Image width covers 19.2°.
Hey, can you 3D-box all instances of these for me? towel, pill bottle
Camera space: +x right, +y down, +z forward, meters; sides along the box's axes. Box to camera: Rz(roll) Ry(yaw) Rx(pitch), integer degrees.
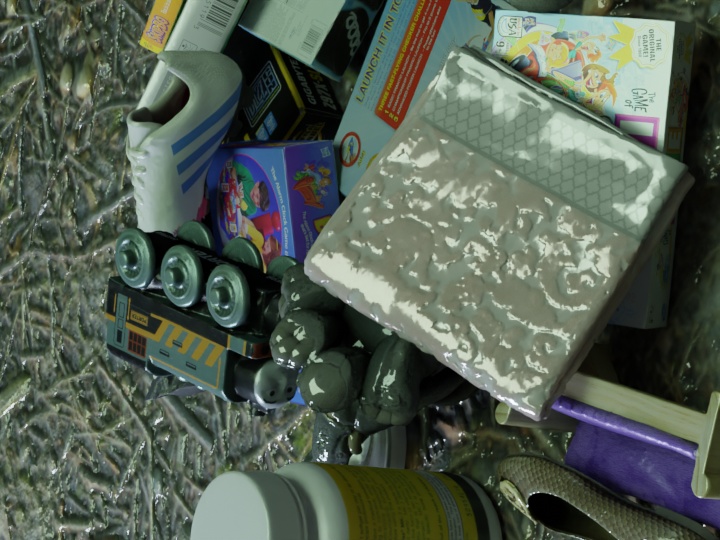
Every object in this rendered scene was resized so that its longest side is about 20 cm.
[{"bbox_3d":[0.087,-0.030,1.373,0.200,0.032,0.191,32,88,28],"label":"towel"},{"bbox_3d":[-0.010,0.192,1.481,0.114,0.200,0.114,-14,72,51],"label":"pill bottle"}]

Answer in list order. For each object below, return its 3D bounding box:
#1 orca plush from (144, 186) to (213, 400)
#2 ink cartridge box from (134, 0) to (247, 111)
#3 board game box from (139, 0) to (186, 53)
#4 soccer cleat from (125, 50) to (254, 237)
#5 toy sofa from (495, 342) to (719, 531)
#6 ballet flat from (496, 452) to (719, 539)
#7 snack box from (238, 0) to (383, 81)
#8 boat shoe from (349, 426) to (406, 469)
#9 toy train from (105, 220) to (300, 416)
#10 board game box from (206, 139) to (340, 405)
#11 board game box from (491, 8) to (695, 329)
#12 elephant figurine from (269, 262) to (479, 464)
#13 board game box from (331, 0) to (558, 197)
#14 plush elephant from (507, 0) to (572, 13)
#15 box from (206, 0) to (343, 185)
[{"bbox_3d":[-0.129,0.013,1.724,0.105,0.071,0.200,-45,43,39],"label":"orca plush"},{"bbox_3d":[-0.131,-0.199,1.774,0.161,0.050,0.200,-64,4,11],"label":"ink cartridge box"},{"bbox_3d":[-0.139,-0.255,1.743,0.096,0.030,0.200,-67,9,-20],"label":"board game box"},{"bbox_3d":[-0.154,-0.079,1.650,0.070,0.086,0.200,38,112,54],"label":"soccer cleat"},{"bbox_3d":[0.179,0.106,1.347,0.200,0.083,0.098,17,96,53],"label":"toy sofa"},{"bbox_3d":[0.154,0.167,1.381,0.200,0.067,0.046,19,69,48],"label":"ballet flat"},{"bbox_3d":[-0.010,-0.258,1.670,0.116,0.037,0.200,35,98,50],"label":"snack box"},{"bbox_3d":[-0.030,0.182,1.620,0.072,0.069,0.200,54,125,43],"label":"boat shoe"},{"bbox_3d":[-0.113,0.033,1.573,0.200,0.085,0.114,21,112,42],"label":"toy train"},{"bbox_3d":[-0.063,-0.001,1.664,0.134,0.045,0.200,7,105,59],"label":"board game box"},{"bbox_3d":[0.146,-0.069,1.411,0.134,0.034,0.200,8,96,32],"label":"board game box"},{"bbox_3d":[0.014,0.063,1.502,0.155,0.200,0.142,-4,69,11],"label":"elephant figurine"},{"bbox_3d":[0.073,-0.113,1.552,0.196,0.056,0.200,43,117,48],"label":"board game box"},{"bbox_3d":[0.166,-0.287,1.362,0.165,0.155,0.200,-2,64,16],"label":"plush elephant"},{"bbox_3d":[-0.105,-0.117,1.795,0.200,0.049,0.160,-52,48,33],"label":"box"}]
